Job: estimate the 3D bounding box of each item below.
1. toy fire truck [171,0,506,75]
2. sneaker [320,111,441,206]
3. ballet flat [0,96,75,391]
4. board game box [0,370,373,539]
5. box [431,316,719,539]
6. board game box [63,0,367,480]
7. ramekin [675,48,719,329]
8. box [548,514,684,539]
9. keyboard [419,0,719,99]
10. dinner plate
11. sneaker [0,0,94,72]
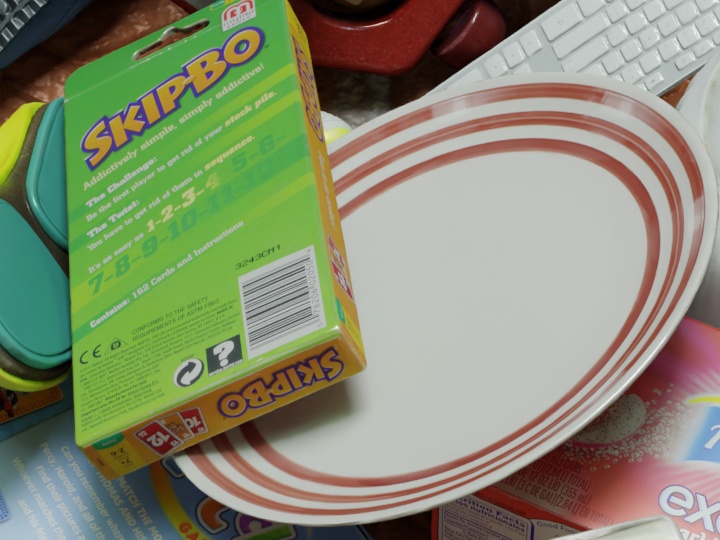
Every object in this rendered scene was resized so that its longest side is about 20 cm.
[{"bbox_3d":[0.016,-0.164,0.865,0.167,0.201,0.112,34,10,-19],"label":"toy fire truck"},{"bbox_3d":[0.000,0.000,0.803,0.198,0.076,0.106,-1,61,15],"label":"sneaker"},{"bbox_3d":[-0.132,0.000,0.783,0.067,0.067,0.200,-31,21,15],"label":"ballet flat"},{"bbox_3d":[-0.116,0.095,0.748,0.199,0.037,0.151,-26,53,-18],"label":"board game box"},{"bbox_3d":[0.129,0.093,0.705,0.199,0.100,0.096,22,53,19],"label":"box"},{"bbox_3d":[-0.056,-0.023,0.758,0.095,0.030,0.201,-24,43,12],"label":"board game box"},{"bbox_3d":[0.194,-0.010,0.788,0.198,0.106,0.201,-1,50,1],"label":"ramekin"},{"bbox_3d":[0.055,0.165,0.579,0.077,0.201,0.095,-13,51,-10],"label":"box"},{"bbox_3d":[0.107,-0.093,0.842,0.199,0.011,0.057,-33,71,19],"label":"keyboard"},{"bbox_3d":[0.025,0.009,0.710,0.199,0.024,0.201,-21,36,17],"label":"dinner plate"},{"bbox_3d":[-0.165,-0.103,0.909,0.200,0.078,0.066,-41,84,-8],"label":"sneaker"}]
